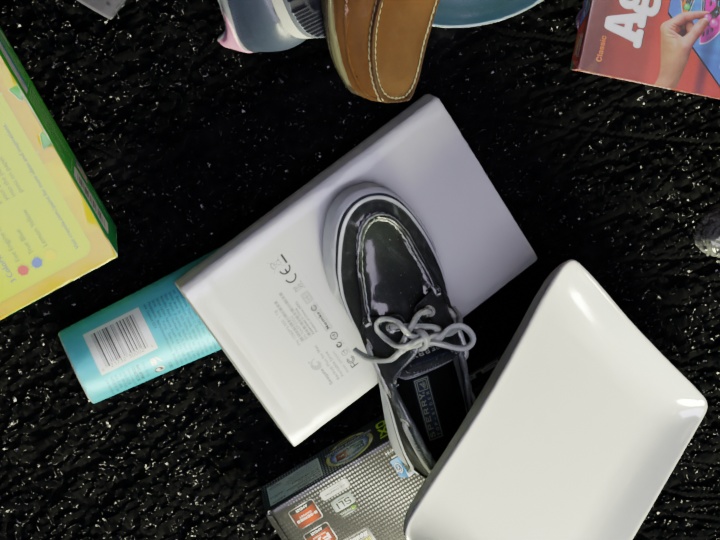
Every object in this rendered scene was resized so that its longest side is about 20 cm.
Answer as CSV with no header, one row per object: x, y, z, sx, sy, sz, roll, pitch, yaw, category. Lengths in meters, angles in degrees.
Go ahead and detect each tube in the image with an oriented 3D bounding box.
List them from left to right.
-0.092,0.020,1.145,0.200,0.050,0.078,-25,115,-6,tube

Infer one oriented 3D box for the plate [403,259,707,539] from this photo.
0.121,0.119,1.136,0.200,0.032,0.200,42,75,-42,plate

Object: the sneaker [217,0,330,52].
-0.082,-0.224,1.060,0.082,0.070,0.200,-13,95,37,sneaker

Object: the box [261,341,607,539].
0.058,0.166,1.211,0.200,0.044,0.160,-30,108,1,box

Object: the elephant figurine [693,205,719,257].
0.294,-0.099,1.111,0.199,0.155,0.142,3,129,-18,elephant figurine

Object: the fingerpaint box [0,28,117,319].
-0.266,-0.062,1.076,0.167,0.073,0.200,-29,109,0,fingerpaint box

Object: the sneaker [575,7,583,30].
0.202,-0.215,1.110,0.200,0.081,0.083,-45,91,0,sneaker

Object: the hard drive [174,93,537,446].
0.000,0.000,1.138,0.200,0.026,0.132,-37,112,-8,hard drive

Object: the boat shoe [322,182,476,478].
0.031,0.044,1.108,0.073,0.068,0.200,-16,107,-15,boat shoe

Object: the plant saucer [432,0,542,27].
0.059,-0.249,1.091,0.200,0.027,0.201,-2,107,-7,plant saucer

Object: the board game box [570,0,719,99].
0.193,-0.207,1.053,0.103,0.019,0.201,10,96,-9,board game box

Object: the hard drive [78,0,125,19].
-0.188,-0.249,1.016,0.200,0.042,0.135,36,127,-10,hard drive

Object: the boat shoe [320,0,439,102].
0.028,-0.195,1.037,0.076,0.074,0.201,-16,116,-48,boat shoe
